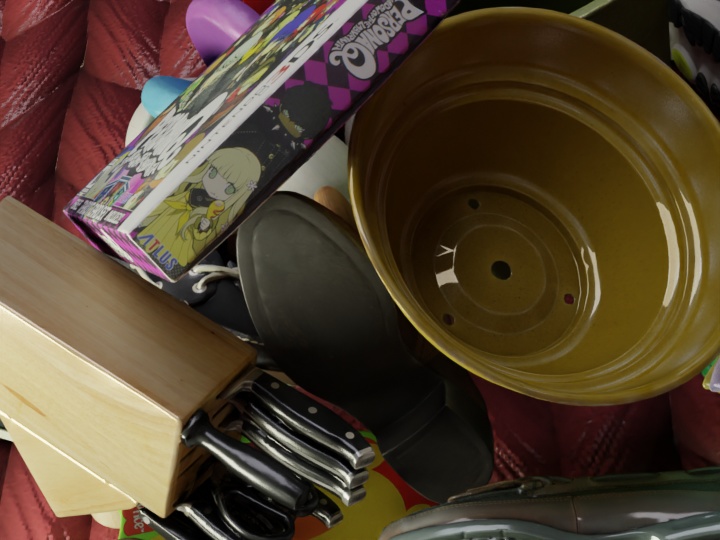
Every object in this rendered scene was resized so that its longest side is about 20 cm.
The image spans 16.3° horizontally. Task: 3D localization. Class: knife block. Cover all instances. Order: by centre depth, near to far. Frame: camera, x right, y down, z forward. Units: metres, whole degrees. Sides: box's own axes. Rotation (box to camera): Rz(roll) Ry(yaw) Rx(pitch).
[{"bbox_3d":[-0.092,0.052,1.174,0.175,0.201,0.064,-13,21,43],"label":"knife block"}]

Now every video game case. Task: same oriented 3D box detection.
[{"bbox_3d":[-0.052,-0.074,1.176,0.181,0.036,0.200,-44,13,-7],"label":"video game case"}]

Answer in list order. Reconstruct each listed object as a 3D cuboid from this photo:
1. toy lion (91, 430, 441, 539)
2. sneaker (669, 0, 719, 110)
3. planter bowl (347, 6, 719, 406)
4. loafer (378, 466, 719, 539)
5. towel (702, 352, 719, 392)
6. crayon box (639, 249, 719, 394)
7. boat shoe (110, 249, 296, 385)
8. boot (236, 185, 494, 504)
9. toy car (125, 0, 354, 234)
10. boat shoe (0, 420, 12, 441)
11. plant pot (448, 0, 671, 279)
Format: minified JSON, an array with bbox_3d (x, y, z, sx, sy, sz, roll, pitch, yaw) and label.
[{"bbox_3d":[-0.046,0.124,1.257,0.191,0.069,0.200,-13,35,-2],"label":"toy lion"},{"bbox_3d":[0.217,-0.158,1.497,0.085,0.077,0.200,-15,41,-13],"label":"sneaker"},{"bbox_3d":[0.077,-0.015,1.166,0.199,0.084,0.201,8,63,-15],"label":"planter bowl"},{"bbox_3d":[0.105,0.125,1.168,0.199,0.072,0.063,-2,37,6],"label":"loafer"},{"bbox_3d":[0.261,0.015,1.094,0.199,0.023,0.144,6,44,25],"label":"towel"},{"bbox_3d":[0.229,0.030,1.161,0.118,0.058,0.200,-27,37,-8],"label":"crayon box"},{"bbox_3d":[-0.092,0.015,1.383,0.200,0.074,0.061,26,99,58],"label":"boat shoe"},{"bbox_3d":[0.000,0.000,1.260,0.068,0.188,0.200,-40,23,14],"label":"boot"},{"bbox_3d":[-0.047,-0.108,1.476,0.200,0.150,0.175,-37,39,-22],"label":"toy car"},{"bbox_3d":[-0.181,0.051,1.404,0.199,0.066,0.075,5,41,30],"label":"boat shoe"},{"bbox_3d":[0.095,-0.099,1.363,0.199,0.190,0.200,-13,37,10],"label":"plant pot"}]
